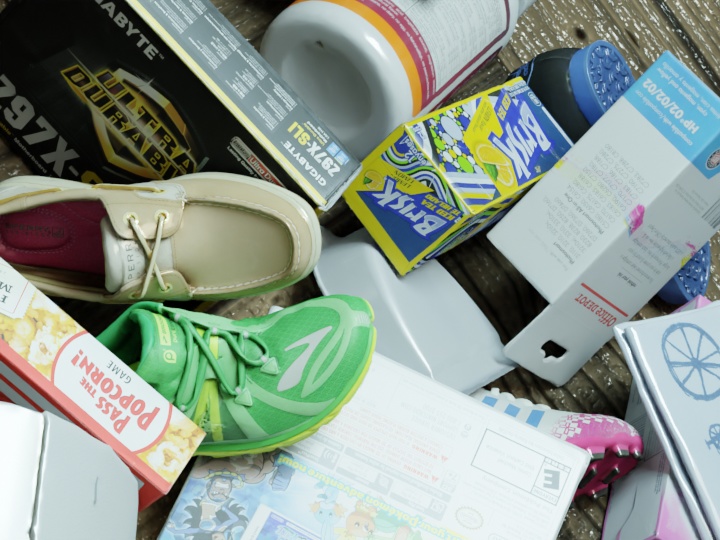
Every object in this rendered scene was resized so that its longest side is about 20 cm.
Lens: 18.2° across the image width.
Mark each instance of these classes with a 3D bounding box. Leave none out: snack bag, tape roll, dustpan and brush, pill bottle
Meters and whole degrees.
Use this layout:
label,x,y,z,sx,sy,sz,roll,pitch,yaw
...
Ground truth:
label,x,y,z,sx,sy,sz,roll,pitch,yaw
snack bag,0.267,0.100,1.423,0.199,0.021,0.189,-13,73,-37
tape roll,-0.203,0.128,1.044,0.202,0.202,0.071,19,56,-26
dustpan and brush,0.000,0.000,1.351,0.200,0.057,0.139,55,21,6
pill bottle,0.032,-0.160,1.429,0.110,0.110,0.200,49,48,-3

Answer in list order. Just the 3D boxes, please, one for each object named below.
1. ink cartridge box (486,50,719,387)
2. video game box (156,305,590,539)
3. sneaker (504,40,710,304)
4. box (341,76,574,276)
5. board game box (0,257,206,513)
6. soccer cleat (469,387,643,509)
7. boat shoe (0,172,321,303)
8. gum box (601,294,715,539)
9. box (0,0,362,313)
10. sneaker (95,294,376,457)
label,x,y,z,sx,sy,sz,roll,pitch,yaw
ink cartridge box,0.156,-0.029,1.398,0.068,0.200,0.115,48,8,27
video game box,0.002,0.141,1.226,0.199,0.047,0.183,25,61,3
sneaker,0.166,-0.061,1.506,0.070,0.078,0.201,-48,118,-44
box,0.064,-0.061,1.383,0.070,0.064,0.200,52,27,5
board game box,-0.195,0.058,1.122,0.200,0.151,0.046,41,49,-10
soccer cleat,0.089,0.098,1.359,0.199,0.070,0.087,-2,52,-41
boat shoe,-0.122,-0.011,1.196,0.069,0.199,0.074,-45,132,-66
gum box,0.229,0.123,1.444,0.113,0.066,0.201,30,52,-18
box,-0.117,-0.083,1.248,0.200,0.160,0.049,47,49,-6
sneaker,-0.086,0.057,1.185,0.199,0.084,0.074,-17,55,-1
